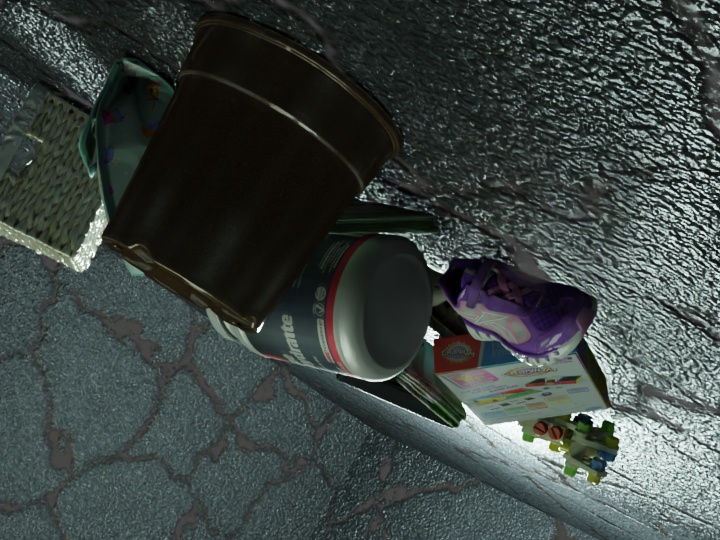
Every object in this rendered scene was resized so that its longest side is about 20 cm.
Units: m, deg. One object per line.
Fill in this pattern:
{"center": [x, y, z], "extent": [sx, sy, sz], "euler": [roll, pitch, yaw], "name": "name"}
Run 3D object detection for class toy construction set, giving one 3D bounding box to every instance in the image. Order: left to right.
{"center": [0.259, 0.212, 1.607], "extent": [0.199, 0.093, 0.131], "euler": [35, -163, 22], "name": "toy construction set"}

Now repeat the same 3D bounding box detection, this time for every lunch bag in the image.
{"center": [-0.229, -0.111, 1.267], "extent": [0.170, 0.121, 0.201], "euler": [129, 125, -79], "name": "lunch bag"}

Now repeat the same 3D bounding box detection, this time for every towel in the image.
{"center": [-0.039, -0.056, 1.170], "extent": [0.152, 0.024, 0.199], "euler": [-2, -169, -36], "name": "towel"}
{"center": [0.043, 0.078, 1.356], "extent": [0.200, 0.031, 0.149], "euler": [40, -161, -15], "name": "towel"}

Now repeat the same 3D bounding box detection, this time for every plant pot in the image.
{"center": [-0.100, -0.070, 0.981], "extent": [0.199, 0.199, 0.200], "euler": [30, 170, 6], "name": "plant pot"}

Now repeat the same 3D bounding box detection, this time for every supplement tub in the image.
{"center": [-0.042, 0.025, 1.177], "extent": [0.199, 0.141, 0.140], "euler": [9, 159, 37], "name": "supplement tub"}

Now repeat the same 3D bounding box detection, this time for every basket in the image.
{"center": [-0.419, -0.121, 1.661], "extent": [0.160, 0.199, 0.200], "euler": [27, 170, -4], "name": "basket"}

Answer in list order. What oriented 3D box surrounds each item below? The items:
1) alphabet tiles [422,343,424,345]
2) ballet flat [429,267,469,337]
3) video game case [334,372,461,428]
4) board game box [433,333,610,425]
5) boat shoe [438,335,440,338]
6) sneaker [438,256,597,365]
{"center": [0.000, 0.000, 1.342], "extent": [0.200, 0.008, 0.167], "euler": [54, -174, 38], "name": "alphabet tiles"}
{"center": [0.098, 0.039, 1.346], "extent": [0.200, 0.068, 0.064], "euler": [44, 134, -14], "name": "ballet flat"}
{"center": [0.016, 0.085, 1.376], "extent": [0.199, 0.026, 0.181], "euler": [28, -157, -41], "name": "video game case"}
{"center": [0.179, 0.114, 1.300], "extent": [0.152, 0.041, 0.200], "euler": [-10, 154, 17], "name": "board game box"}
{"center": [0.167, 0.111, 1.467], "extent": [0.199, 0.062, 0.073], "euler": [19, 165, 48], "name": "boat shoe"}
{"center": [0.139, 0.028, 1.129], "extent": [0.088, 0.081, 0.200], "euler": [44, 166, -24], "name": "sneaker"}
